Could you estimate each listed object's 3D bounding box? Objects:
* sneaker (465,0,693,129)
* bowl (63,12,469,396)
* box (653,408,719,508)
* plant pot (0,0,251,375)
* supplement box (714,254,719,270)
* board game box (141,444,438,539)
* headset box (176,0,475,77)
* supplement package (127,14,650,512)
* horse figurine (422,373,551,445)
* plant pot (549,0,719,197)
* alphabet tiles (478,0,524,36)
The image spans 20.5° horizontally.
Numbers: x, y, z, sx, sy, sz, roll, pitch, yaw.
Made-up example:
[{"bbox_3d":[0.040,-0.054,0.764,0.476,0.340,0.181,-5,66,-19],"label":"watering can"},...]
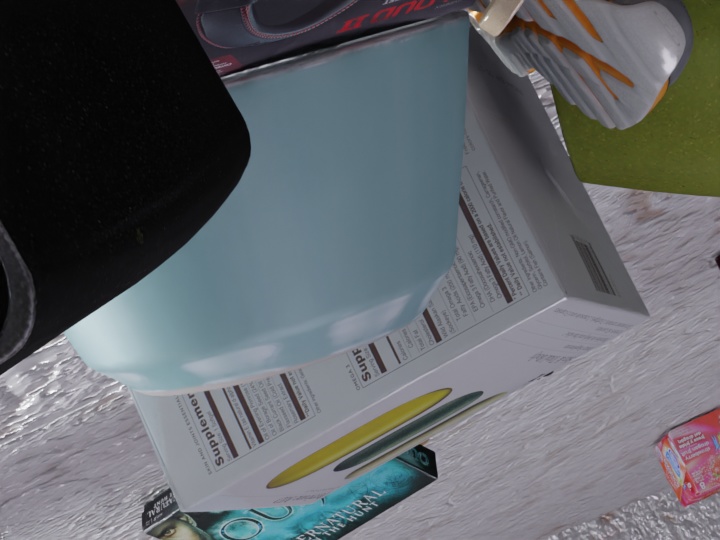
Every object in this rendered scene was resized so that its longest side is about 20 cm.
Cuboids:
[{"bbox_3d":[0.085,-0.113,0.751,0.077,0.078,0.200,-38,-160,1],"label":"sneaker"},{"bbox_3d":[-0.043,-0.020,0.741,0.199,0.106,0.201,-16,-173,2],"label":"bowl"},{"bbox_3d":[0.508,0.231,2.681,0.199,0.096,0.100,-23,164,-11],"label":"box"},{"bbox_3d":[-0.143,-0.043,0.493,0.200,0.200,0.177,-33,175,27],"label":"plant pot"},{"bbox_3d":[0.409,-0.035,1.668,0.200,0.061,0.109,-33,164,31],"label":"supplement box"},{"bbox_3d":[-0.057,0.173,1.549,0.135,0.028,0.200,28,130,-35],"label":"board game box"},{"bbox_3d":[-0.009,-0.133,0.599,0.148,0.075,0.200,-19,164,-29],"label":"headset box"},{"bbox_3d":[0.000,0.000,0.923,0.199,0.151,0.152,-30,165,17],"label":"supplement package"},{"bbox_3d":[0.046,0.116,1.595,0.200,0.050,0.132,-36,167,23],"label":"horse figurine"},{"bbox_3d":[0.181,-0.107,0.862,0.199,0.188,0.187,-12,168,11],"label":"plant pot"},{"bbox_3d":[0.100,-0.157,0.593,0.196,0.015,0.200,-54,-176,20],"label":"alphabet tiles"}]
